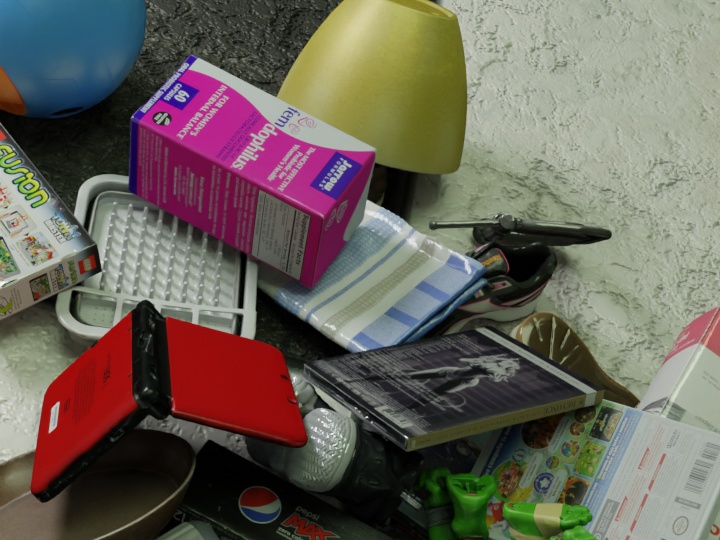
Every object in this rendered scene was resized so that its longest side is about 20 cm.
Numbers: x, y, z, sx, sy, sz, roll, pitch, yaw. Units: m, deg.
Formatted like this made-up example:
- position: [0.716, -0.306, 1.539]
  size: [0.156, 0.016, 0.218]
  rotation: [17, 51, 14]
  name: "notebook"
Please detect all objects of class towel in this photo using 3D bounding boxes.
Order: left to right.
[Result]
- position: [0.000, 0.000, 1.278]
  size: [0.146, 0.024, 0.199]
  rotation: [-37, 47, -24]
  name: "towel"

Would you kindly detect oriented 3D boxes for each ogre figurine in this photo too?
- position: [0.104, 0.225, 1.053]
  size: [0.198, 0.122, 0.098]
  rotation: [10, 10, 36]
  name: "ogre figurine"

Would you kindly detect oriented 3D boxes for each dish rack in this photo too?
- position: [-0.177, 0.004, 1.259]
  size: [0.169, 0.044, 0.201]
  rotation: [8, 46, -9]
  name: "dish rack"

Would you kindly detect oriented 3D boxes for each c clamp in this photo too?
- position: [0.152, -0.041, 1.350]
  size: [0.168, 0.200, 0.027]
  rotation: [2, 88, 4]
  name: "c clamp"

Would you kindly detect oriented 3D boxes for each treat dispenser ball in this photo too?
- position: [-0.303, -0.247, 1.344]
  size: [0.198, 0.202, 0.202]
  rotation: [10, 45, -10]
  name: "treat dispenser ball"

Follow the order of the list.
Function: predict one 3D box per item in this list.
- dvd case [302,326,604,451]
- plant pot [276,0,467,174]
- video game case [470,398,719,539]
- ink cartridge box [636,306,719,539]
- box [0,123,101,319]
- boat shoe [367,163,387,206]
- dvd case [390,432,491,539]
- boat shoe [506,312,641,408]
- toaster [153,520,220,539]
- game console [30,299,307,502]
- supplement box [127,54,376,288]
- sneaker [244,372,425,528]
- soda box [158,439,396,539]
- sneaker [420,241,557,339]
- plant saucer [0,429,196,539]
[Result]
- position: [0.074, 0.091, 1.139]
  size: [0.198, 0.016, 0.148]
  rotation: [-10, 24, -33]
  name: "dvd case"
- position: [0.027, -0.201, 1.407]
  size: [0.198, 0.143, 0.200]
  rotation: [17, 18, -5]
  name: "plant pot"
- position: [0.183, 0.170, 1.114]
  size: [0.198, 0.018, 0.144]
  rotation: [15, 65, 35]
  name: "video game case"
- position: [0.299, 0.157, 1.193]
  size: [0.146, 0.083, 0.201]
  rotation: [38, 64, -1]
  name: "ink cartridge box"
- position: [-0.319, -0.046, 1.230]
  size: [0.109, 0.035, 0.200]
  rotation: [-26, 51, -23]
  name: "box"
- position: [-0.070, -0.107, 1.381]
  size: [0.200, 0.075, 0.075]
  rotation: [6, 45, -13]
  name: "boat shoe"
- position: [0.117, 0.198, 1.191]
  size: [0.199, 0.022, 0.146]
  rotation: [34, 46, 13]
  name: "dvd case"
- position: [0.199, 0.129, 1.252]
  size: [0.072, 0.065, 0.201]
  rotation: [-37, 87, -28]
  name: "boat shoe"
- position: [-0.125, 0.280, 0.965]
  size: [0.128, 0.114, 0.201]
  rotation: [-21, 59, -29]
  name: "toaster"
- position: [-0.150, 0.112, 1.085]
  size: [0.119, 0.172, 0.200]
  rotation: [47, 5, -19]
  name: "game console"
- position: [-0.098, -0.089, 1.264]
  size: [0.198, 0.104, 0.101]
  rotation: [28, 52, 11]
  name: "supplement box"
- position: [-0.019, 0.148, 1.127]
  size: [0.113, 0.076, 0.200]
  rotation: [31, -3, -21]
  name: "sneaker"
- position: [-0.052, 0.215, 1.086]
  size: [0.198, 0.064, 0.071]
  rotation: [28, 44, 7]
  name: "soda box"
- position: [0.097, 0.009, 1.308]
  size: [0.198, 0.087, 0.081]
  rotation: [-18, 68, -32]
  name: "sneaker"
- position: [-0.212, 0.174, 1.028]
  size: [0.198, 0.035, 0.201]
  rotation: [-12, 18, 4]
  name: "plant saucer"
